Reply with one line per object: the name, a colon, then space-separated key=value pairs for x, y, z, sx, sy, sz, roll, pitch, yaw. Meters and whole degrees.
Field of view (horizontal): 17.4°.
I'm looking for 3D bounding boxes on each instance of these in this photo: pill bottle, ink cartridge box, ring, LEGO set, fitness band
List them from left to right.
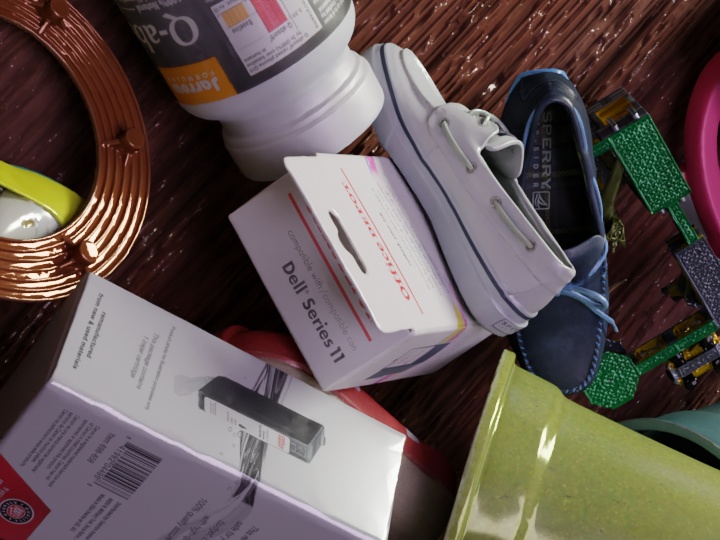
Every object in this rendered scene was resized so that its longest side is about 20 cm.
ring: x=-0.189 y=-0.080 z=1.240 sx=0.200 sy=0.019 sz=0.201 roll=20 pitch=58 yaw=-36
ink cartridge box: x=-0.096 y=0.110 z=1.258 sx=0.200 sy=0.144 sz=0.084 roll=29 pitch=46 yaw=-14
pill bottle: x=-0.073 y=-0.156 z=1.304 sx=0.116 sy=0.116 sz=0.200 roll=-42 pitch=116 yaw=-24
ink cartridge box: x=0.000 y=0.000 z=1.320 sx=0.117 sy=0.067 sz=0.200 roll=61 pitch=20 yaw=11
LEGO set: x=0.157 y=-0.021 z=1.504 sx=0.154 sy=0.116 sz=0.200 roll=-38 pitch=103 yaw=6
fitness band: x=0.283 y=-0.061 z=1.612 sx=0.144 sy=0.037 sz=0.200 roll=-40 pitch=117 yaw=-25

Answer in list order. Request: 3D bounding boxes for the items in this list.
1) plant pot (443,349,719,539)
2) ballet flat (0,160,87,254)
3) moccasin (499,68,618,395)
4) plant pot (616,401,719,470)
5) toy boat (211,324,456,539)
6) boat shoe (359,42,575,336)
plant pot: x=0.141 y=0.169 z=1.377 sx=0.184 sy=0.200 sz=0.201 roll=18 pitch=84 yaw=5
ballet flat: x=-0.216 y=-0.033 z=1.244 sx=0.200 sy=0.067 sz=0.067 roll=31 pitch=112 yaw=-31
moccasin: x=0.109 y=-0.017 z=1.405 sx=0.080 sy=0.068 sz=0.201 roll=-10 pitch=105 yaw=-1
plant pot: x=0.269 y=0.162 z=1.543 sx=0.196 sy=0.200 sz=0.201 roll=-21 pitch=107 yaw=-39
toy boat: x=-0.028 y=0.086 z=1.377 sx=0.200 sy=0.130 sz=0.131 roll=43 pitch=42 yaw=-30
boat shoe: x=0.066 y=-0.059 z=1.365 sx=0.073 sy=0.067 sz=0.200 roll=17 pitch=43 yaw=-61
